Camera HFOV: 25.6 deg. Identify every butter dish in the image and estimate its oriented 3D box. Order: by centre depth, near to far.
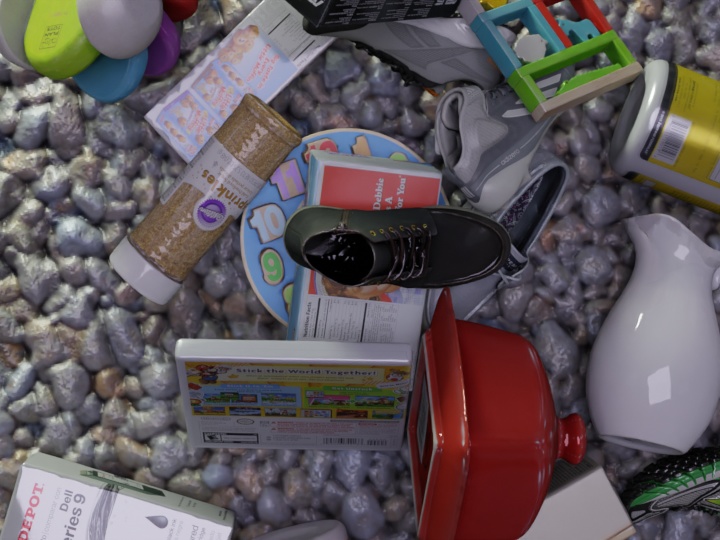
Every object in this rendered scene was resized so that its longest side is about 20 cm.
[{"bbox_3d":[0.122,0.144,1.367,0.147,0.200,0.201,1,134,-6],"label":"butter dish"}]

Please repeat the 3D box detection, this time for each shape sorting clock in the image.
[{"bbox_3d":[-0.012,-0.031,1.464,0.198,0.039,0.202,0,91,-3],"label":"shape sorting clock"}]

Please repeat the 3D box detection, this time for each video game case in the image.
[{"bbox_3d":[-0.057,0.111,1.398,0.198,0.182,0.023,1,60,-1],"label":"video game case"}]

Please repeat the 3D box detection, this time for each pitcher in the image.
[{"bbox_3d":[0.297,0.068,1.455,0.171,0.121,0.201,17,78,-19],"label":"pitcher"}]

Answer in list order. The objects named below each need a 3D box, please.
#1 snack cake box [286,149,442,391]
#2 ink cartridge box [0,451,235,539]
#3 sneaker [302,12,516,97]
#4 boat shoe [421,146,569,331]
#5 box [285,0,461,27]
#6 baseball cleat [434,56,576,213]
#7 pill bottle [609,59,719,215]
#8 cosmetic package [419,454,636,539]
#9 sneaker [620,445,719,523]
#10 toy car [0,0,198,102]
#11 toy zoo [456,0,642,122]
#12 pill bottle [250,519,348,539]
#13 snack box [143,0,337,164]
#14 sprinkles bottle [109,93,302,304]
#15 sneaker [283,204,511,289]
[{"bbox_3d":[0.000,0.000,1.417,0.114,0.067,0.202,6,101,-9],"label":"snack cake box"},{"bbox_3d":[-0.228,0.264,1.433,0.199,0.084,0.147,17,89,-3],"label":"ink cartridge box"},{"bbox_3d":[0.043,-0.202,1.440,0.199,0.074,0.080,9,99,-15],"label":"sneaker"},{"bbox_3d":[0.122,-0.024,1.446,0.070,0.071,0.202,33,87,-38],"label":"boat shoe"},{"bbox_3d":[-0.032,-0.281,1.355,0.193,0.199,0.048,44,122,21],"label":"box"},{"bbox_3d":[0.129,-0.149,1.415,0.106,0.070,0.201,41,53,-24],"label":"baseball cleat"},{"bbox_3d":[0.337,-0.108,1.448,0.199,0.112,0.113,21,90,-4],"label":"pill bottle"},{"bbox_3d":[0.140,0.248,1.446,0.199,0.104,0.073,-30,93,-2],"label":"cosmetic package"},{"bbox_3d":[0.338,0.207,1.469,0.198,0.078,0.086,-11,92,-4],"label":"sneaker"},{"bbox_3d":[-0.215,-0.237,1.397,0.150,0.174,0.201,45,55,-42],"label":"toy car"},{"bbox_3d":[0.152,-0.237,1.432,0.131,0.020,0.201,-24,74,-33],"label":"toy zoo"},{"bbox_3d":[-0.042,0.337,1.431,0.113,0.114,0.201,-15,92,-3],"label":"pill bottle"},{"bbox_3d":[-0.104,-0.184,1.464,0.200,0.024,0.072,-44,95,-2],"label":"snack box"},{"bbox_3d":[-0.140,-0.064,1.430,0.068,0.068,0.200,40,96,-3],"label":"sprinkles bottle"},{"bbox_3d":[0.038,-0.011,1.331,0.198,0.106,0.075,1,101,-9],"label":"sneaker"}]
